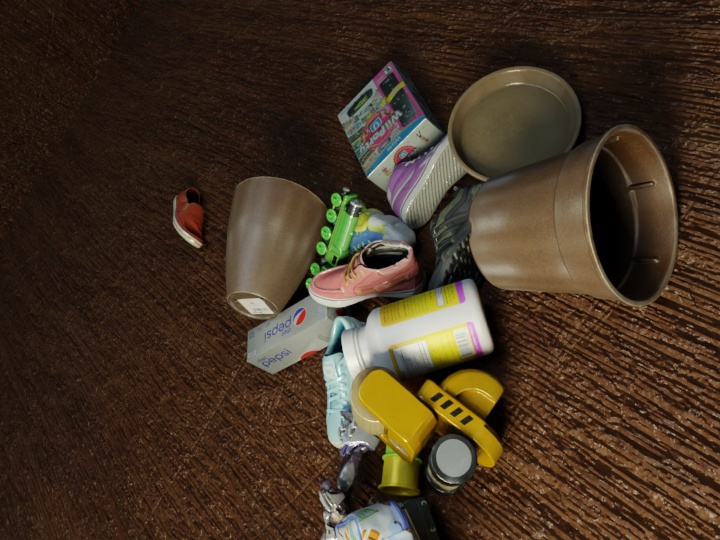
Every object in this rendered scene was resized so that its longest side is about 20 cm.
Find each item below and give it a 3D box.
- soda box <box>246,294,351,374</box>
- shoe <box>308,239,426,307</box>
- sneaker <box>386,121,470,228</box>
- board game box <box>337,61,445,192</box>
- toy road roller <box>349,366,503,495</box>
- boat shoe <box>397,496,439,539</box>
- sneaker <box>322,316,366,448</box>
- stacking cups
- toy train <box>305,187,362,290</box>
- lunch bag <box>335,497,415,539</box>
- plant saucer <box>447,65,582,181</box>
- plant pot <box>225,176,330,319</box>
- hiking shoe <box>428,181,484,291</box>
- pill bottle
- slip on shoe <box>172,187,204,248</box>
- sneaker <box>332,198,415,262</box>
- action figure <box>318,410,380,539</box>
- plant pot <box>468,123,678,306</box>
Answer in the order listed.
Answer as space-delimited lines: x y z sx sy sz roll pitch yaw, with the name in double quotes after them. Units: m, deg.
-0.106 0.106 1.213 0.198 0.068 0.065 -29 47 30 "soda box"
0.000 0.000 1.100 0.195 0.092 0.073 -5 55 18 "shoe"
0.113 -0.179 1.159 0.201 0.072 0.115 -49 38 10 "sneaker"
0.052 -0.263 1.274 0.147 0.064 0.202 -42 45 19 "board game box"
0.094 0.177 0.900 0.198 0.123 0.147 36 72 16 "toy road roller"
0.095 0.369 0.862 0.055 0.070 0.202 -18 50 -14 "boat shoe"
-0.035 0.168 1.095 0.073 0.081 0.205 -16 57 39 "sneaker"
0.064 0.206 0.988 0.060 0.060 0.205 -14 58 39 "stacking cups"
-0.042 -0.040 1.180 0.056 0.041 0.204 36 120 31 "toy train"
0.034 0.375 0.837 0.161 0.074 0.204 115 138 -62 "lunch bag"
0.227 -0.212 1.046 0.195 0.030 0.205 -8 65 17 "plant saucer"
-0.162 -0.025 1.239 0.184 0.186 0.204 -15 51 39 "plant pot"
0.142 -0.039 1.056 0.100 0.075 0.203 1 59 54 "hiking shoe"
0.077 0.089 0.965 0.196 0.105 0.106 -18 52 10 "pill bottle"
-0.395 -0.127 1.643 0.061 0.074 0.202 -40 39 15 "slip on shoe"
0.015 -0.050 1.195 0.199 0.074 0.107 36 113 48 "sneaker"
-0.024 0.300 0.989 0.131 0.068 0.204 109 179 -68 "action figure"
0.251 -0.055 0.867 0.196 0.198 0.205 -6 62 51 "plant pot"
